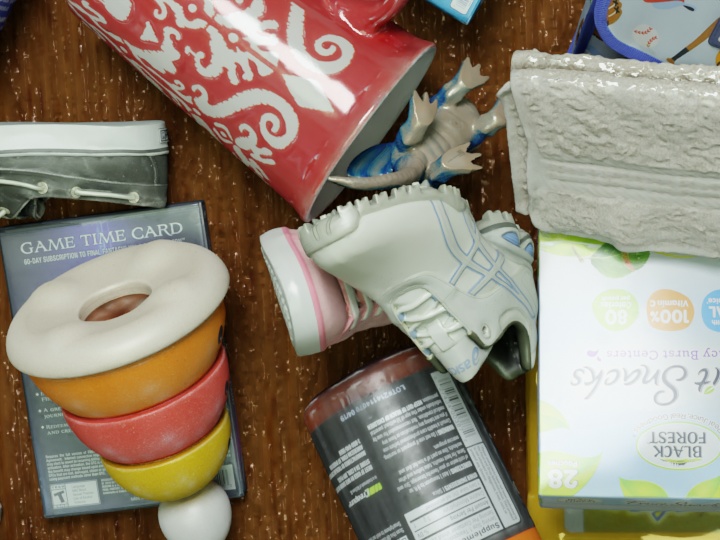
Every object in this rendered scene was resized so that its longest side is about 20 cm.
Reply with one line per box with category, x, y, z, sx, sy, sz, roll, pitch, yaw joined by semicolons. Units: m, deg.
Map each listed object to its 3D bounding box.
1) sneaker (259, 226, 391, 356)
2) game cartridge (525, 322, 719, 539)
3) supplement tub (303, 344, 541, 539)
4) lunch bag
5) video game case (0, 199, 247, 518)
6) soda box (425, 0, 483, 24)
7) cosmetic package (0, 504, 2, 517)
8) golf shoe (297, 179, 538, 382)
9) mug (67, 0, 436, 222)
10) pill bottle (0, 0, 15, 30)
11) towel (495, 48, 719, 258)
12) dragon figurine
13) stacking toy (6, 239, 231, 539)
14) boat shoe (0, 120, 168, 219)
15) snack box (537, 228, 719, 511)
sneaker;0.000;0.000;0.954;0.104;0.200;0.076;-18;89;2
game cartridge;0.195;0.128;1.031;0.174;0.032;0.202;-1;96;6
supplement tub;0.049;0.154;0.990;0.106;0.107;0.201;-28;78;9
lunch bag;0.215;-0.150;0.892;0.169;0.200;0.125;21;76;1
video game case;-0.160;0.061;1.067;0.141;0.019;0.202;-7;96;7
soda box;0.090;-0.254;0.968;0.064;0.068;0.201;31;100;0
cosmetic package;-0.368;0.222;1.038;0.198;0.165;0.166;17;99;3
golf shoe;0.046;0.011;0.886;0.078;0.199;0.098;-26;67;33
mug;-0.058;-0.160;0.972;0.199;0.133;0.178;37;101;4
pill bottle;-0.264;-0.208;0.988;0.119;0.120;0.201;30;100;1
towel;0.178;-0.062;0.886;0.198;0.035;0.133;6;142;18
dragon figurine;0.033;-0.063;0.938;0.059;0.200;0.099;44;134;-1
stacking toy;-0.129;0.095;1.016;0.145;0.146;0.202;-13;116;8
boat shoe;-0.224;-0.064;1.029;0.198;0.071;0.064;0;97;5
snack box;0.191;0.043;0.965;0.167;0.068;0.202;-1;76;8
